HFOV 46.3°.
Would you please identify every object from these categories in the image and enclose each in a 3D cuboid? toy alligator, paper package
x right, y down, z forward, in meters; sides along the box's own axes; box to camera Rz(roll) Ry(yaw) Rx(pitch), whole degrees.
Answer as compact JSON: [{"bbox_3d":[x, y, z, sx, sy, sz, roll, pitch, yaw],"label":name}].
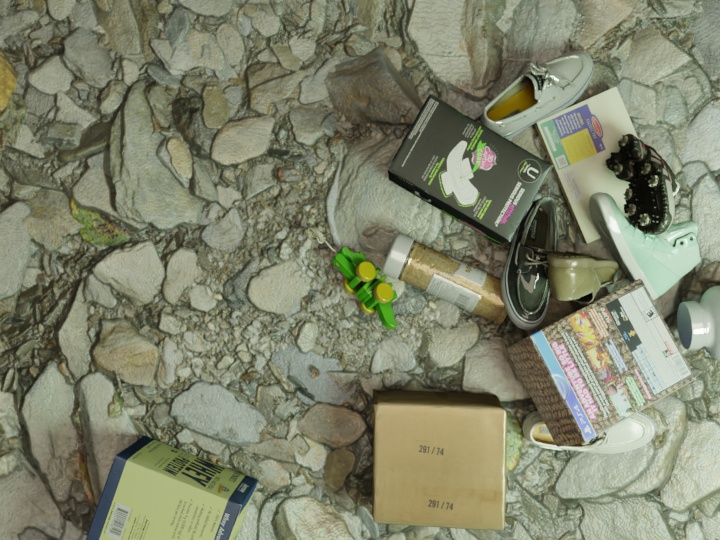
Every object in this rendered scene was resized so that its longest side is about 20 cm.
[{"bbox_3d":[0.000,0.000,1.283,0.200,0.059,0.054,50,52,2],"label":"toy alligator"},{"bbox_3d":[0.114,0.281,1.257,0.197,0.103,0.193,1,93,3],"label":"paper package"}]

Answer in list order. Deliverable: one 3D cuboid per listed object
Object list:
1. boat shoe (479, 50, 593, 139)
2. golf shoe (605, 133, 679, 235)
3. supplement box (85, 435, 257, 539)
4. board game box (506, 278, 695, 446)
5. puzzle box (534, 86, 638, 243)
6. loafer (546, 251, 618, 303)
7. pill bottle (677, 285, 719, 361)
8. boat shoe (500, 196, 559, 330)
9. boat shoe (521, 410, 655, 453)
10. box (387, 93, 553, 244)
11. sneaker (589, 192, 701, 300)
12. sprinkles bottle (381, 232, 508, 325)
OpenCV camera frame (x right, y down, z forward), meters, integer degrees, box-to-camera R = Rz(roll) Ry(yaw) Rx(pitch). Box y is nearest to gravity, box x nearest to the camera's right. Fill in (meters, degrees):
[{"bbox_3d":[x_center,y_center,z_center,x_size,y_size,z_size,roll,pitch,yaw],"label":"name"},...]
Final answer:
[{"bbox_3d":[0.258,-0.270,1.229,0.201,0.086,0.075,-32,71,-3],"label":"boat shoe"},{"bbox_3d":[0.410,-0.117,1.166,0.087,0.201,0.078,20,128,-15],"label":"golf shoe"},{"bbox_3d":[-0.288,0.389,1.267,0.198,0.134,0.202,20,93,3],"label":"supplement box"},{"bbox_3d":[0.340,0.132,1.200,0.198,0.097,0.161,-24,80,-16],"label":"board game box"},{"bbox_3d":[0.361,-0.158,1.268,0.132,0.025,0.202,-22,90,4],"label":"puzzle box"},{"bbox_3d":[0.311,0.010,1.200,0.075,0.199,0.068,14,95,35],"label":"loafer"},{"bbox_3d":[0.570,0.074,1.220,0.197,0.111,0.112,-4,91,3],"label":"pill bottle"},{"bbox_3d":[0.248,-0.017,1.220,0.071,0.071,0.202,10,68,-7],"label":"boat shoe"},{"bbox_3d":[0.344,0.241,1.258,0.197,0.070,0.072,3,92,4],"label":"boat shoe"},{"bbox_3d":[0.153,-0.141,1.219,0.199,0.149,0.125,31,92,3],"label":"box"},{"bbox_3d":[0.418,-0.061,1.222,0.118,0.074,0.201,-37,116,8],"label":"sneaker"},{"bbox_3d":[0.133,0.013,1.266,0.198,0.068,0.069,24,93,2],"label":"sprinkles bottle"}]
